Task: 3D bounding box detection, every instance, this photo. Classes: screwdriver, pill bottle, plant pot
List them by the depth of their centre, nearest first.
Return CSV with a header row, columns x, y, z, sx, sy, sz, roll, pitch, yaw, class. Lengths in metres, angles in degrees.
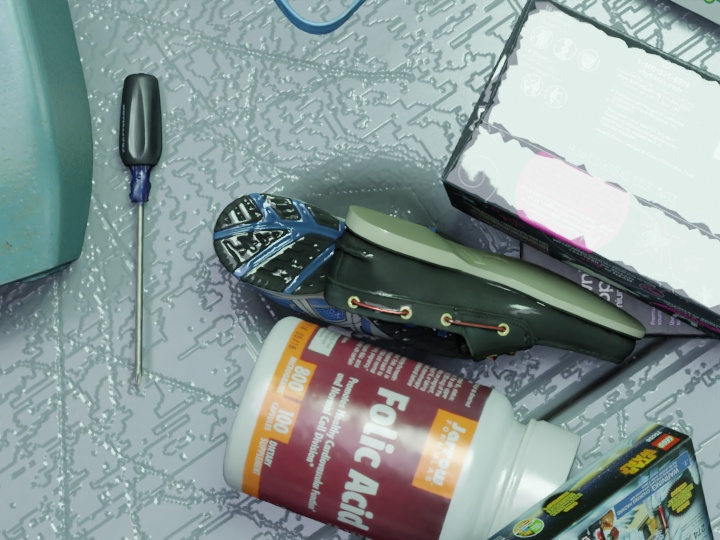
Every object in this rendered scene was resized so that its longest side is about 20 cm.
x,y,z,sx,sy,sz,roll,pitch,yaw,class
0.026,0.113,1.480,0.199,0.114,0.115,19,87,7,pill bottle
-0.261,-0.079,1.493,0.195,0.196,0.201,-19,93,3,plant pot
-0.145,-0.027,1.554,0.029,0.028,0.201,1,85,36,screwdriver

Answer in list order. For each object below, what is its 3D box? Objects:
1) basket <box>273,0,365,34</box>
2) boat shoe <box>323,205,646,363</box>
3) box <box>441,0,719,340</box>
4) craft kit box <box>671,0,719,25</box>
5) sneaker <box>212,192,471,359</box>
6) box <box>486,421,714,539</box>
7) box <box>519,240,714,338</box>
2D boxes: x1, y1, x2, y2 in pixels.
x,y,z,sx,sy,sz,roll,pitch,yaw,class
-0.016,-0.266,1.506,0.200,0.139,0.176,-43,84,-10,basket
0.075,0.021,1.465,0.200,0.074,0.063,17,101,-14,boat shoe
0.165,-0.060,1.451,0.199,0.115,0.133,26,86,6,box
0.253,-0.245,1.486,0.199,0.049,0.198,27,120,7,craft kit box
0.000,0.000,1.518,0.199,0.077,0.076,22,83,-11,sneaker
0.128,0.198,1.424,0.200,0.040,0.138,-33,122,-28,box
0.198,-0.028,1.519,0.199,0.036,0.144,0,85,7,box
